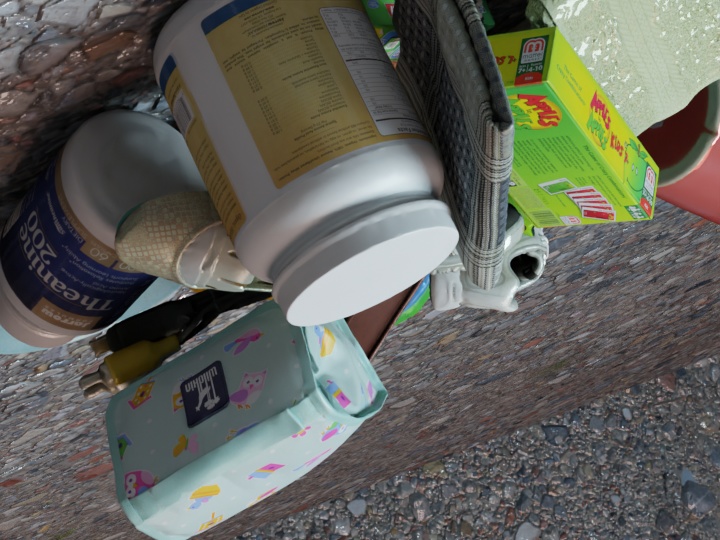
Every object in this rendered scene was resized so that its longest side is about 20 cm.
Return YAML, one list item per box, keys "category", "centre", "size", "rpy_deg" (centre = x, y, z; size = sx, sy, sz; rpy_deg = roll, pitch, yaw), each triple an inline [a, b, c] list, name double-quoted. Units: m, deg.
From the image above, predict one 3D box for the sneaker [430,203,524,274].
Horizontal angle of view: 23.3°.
- category: "sneaker"
  centre: [0.031, -0.050, 1.400]
  size: [0.198, 0.089, 0.076]
  rpy_deg: [-2, -156, 11]

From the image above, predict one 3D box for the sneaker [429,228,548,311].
- category: "sneaker"
  centre: [0.128, -0.025, 1.496]
  size: [0.080, 0.076, 0.200]
  rpy_deg: [10, -142, 22]

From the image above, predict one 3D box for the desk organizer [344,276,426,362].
- category: "desk organizer"
  centre: [0.000, 0.000, 1.343]
  size: [0.201, 0.076, 0.072]
  rpy_deg: [-58, -168, 26]

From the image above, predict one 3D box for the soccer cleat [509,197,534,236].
- category: "soccer cleat"
  centre: [0.156, -0.098, 1.493]
  size: [0.200, 0.080, 0.068]
  rpy_deg: [-53, 161, -40]

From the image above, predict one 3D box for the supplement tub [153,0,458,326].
- category: "supplement tub"
  centre: [-0.034, -0.082, 1.119]
  size: [0.143, 0.201, 0.145]
  rpy_deg: [-24, 164, -7]

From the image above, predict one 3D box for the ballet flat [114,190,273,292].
- category: "ballet flat"
  centre: [-0.070, -0.013, 1.180]
  size: [0.199, 0.062, 0.068]
  rpy_deg: [2, 119, -39]

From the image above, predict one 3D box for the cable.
- category: "cable"
  centre: [-0.117, 0.040, 1.297]
  size: [0.198, 0.051, 0.097]
  rpy_deg: [-21, -177, 1]

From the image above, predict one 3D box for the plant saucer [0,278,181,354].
- category: "plant saucer"
  centre: [-0.233, 0.010, 1.468]
  size: [0.199, 0.039, 0.201]
  rpy_deg: [-24, 166, -6]

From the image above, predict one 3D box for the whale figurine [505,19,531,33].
- category: "whale figurine"
  centre: [0.195, -0.161, 1.417]
  size: [0.198, 0.105, 0.159]
  rpy_deg: [-21, 165, -7]

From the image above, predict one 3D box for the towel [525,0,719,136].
- category: "towel"
  centre: [0.209, -0.182, 1.308]
  size: [0.148, 0.037, 0.200]
  rpy_deg: [-38, 138, -2]

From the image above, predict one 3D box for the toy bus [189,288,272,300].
- category: "toy bus"
  centre: [-0.067, -0.037, 1.328]
  size: [0.078, 0.066, 0.200]
  rpy_deg: [24, 148, -13]

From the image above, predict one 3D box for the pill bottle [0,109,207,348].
- category: "pill bottle"
  centre: [-0.197, -0.021, 1.262]
  size: [0.110, 0.112, 0.200]
  rpy_deg: [-13, 162, -38]

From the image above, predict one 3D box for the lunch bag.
- category: "lunch bag"
  centre: [-0.082, 0.102, 1.231]
  size: [0.169, 0.123, 0.200]
  rpy_deg: [-30, -176, 10]

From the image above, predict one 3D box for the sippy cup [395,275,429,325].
- category: "sippy cup"
  centre: [-0.003, -0.028, 1.528]
  size: [0.178, 0.140, 0.130]
  rpy_deg: [-46, 160, -4]

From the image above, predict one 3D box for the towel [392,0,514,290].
- category: "towel"
  centre: [0.052, -0.115, 1.110]
  size: [0.034, 0.202, 0.193]
  rpy_deg: [-14, 152, -6]

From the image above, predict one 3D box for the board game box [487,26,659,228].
- category: "board game box"
  centre: [0.139, -0.102, 1.307]
  size: [0.101, 0.048, 0.200]
  rpy_deg: [-4, 151, 31]

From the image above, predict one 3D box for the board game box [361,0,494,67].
- category: "board game box"
  centre: [-0.010, -0.141, 1.308]
  size: [0.134, 0.029, 0.200]
  rpy_deg: [-11, 161, -45]

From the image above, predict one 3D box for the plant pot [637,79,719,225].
- category: "plant pot"
  centre: [0.313, -0.136, 1.565]
  size: [0.176, 0.202, 0.200]
  rpy_deg: [4, 150, -44]
